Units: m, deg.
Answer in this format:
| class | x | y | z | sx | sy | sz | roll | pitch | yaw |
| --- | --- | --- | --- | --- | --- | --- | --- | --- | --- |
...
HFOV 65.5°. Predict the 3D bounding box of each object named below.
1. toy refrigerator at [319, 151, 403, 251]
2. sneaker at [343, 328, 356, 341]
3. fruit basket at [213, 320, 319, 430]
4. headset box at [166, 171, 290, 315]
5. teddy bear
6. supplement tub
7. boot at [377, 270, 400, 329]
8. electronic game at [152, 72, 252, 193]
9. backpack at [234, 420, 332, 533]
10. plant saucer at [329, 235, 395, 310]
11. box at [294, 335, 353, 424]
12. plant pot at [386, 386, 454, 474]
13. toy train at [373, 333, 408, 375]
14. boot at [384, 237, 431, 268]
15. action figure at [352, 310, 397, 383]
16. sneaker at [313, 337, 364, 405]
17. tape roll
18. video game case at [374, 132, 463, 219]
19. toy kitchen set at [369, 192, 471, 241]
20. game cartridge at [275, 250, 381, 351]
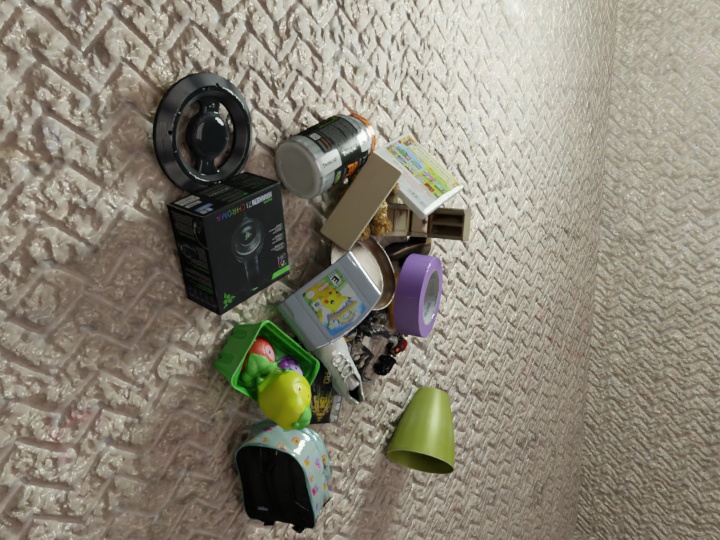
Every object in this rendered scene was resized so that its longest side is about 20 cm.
| class | x | y | z | sx | sy | sz | roll | pitch | yaw |
| --- | --- | --- | --- | --- | --- | --- | --- | --- | --- |
| toy refrigerator | 0.003 | -0.146 | 1.183 | 0.200 | 0.076 | 0.070 | -55 | 180 | 14 |
| sneaker | -0.056 | 0.087 | 1.225 | 0.077 | 0.078 | 0.200 | -43 | 135 | -2 |
| fruit basket | -0.151 | 0.205 | 1.052 | 0.216 | 0.215 | 0.156 | 49 | 61 | -45 |
| headset box | -0.221 | -0.044 | 0.974 | 0.174 | 0.093 | 0.201 | -34 | 134 | -43 |
| teddy bear | 0.014 | -0.165 | 1.245 | 0.067 | 0.144 | 0.201 | -97 | -165 | -80 |
| supplement tub | -0.064 | -0.236 | 1.121 | 0.200 | 0.122 | 0.123 | -40 | 127 | -38 |
| boot | 0.087 | 0.077 | 1.417 | 0.201 | 0.071 | 0.145 | 17 | 79 | -58 |
| electronic game | -0.259 | -0.228 | 0.942 | 0.200 | 0.042 | 0.201 | -30 | 129 | -46 |
| backpack | -0.152 | 0.393 | 1.118 | 0.153 | 0.175 | 0.201 | -54 | 139 | -52 |
| plant saucer | 0.000 | 0.000 | 1.269 | 0.200 | 0.032 | 0.201 | 24 | 52 | -34 |
| box | -0.097 | 0.239 | 1.247 | 0.161 | 0.049 | 0.201 | 18 | 82 | -54 |
| plant pot | 0.183 | 0.437 | 1.564 | 0.187 | 0.186 | 0.201 | 51 | 44 | -44 |
| toy train | 0.101 | 0.196 | 1.486 | 0.200 | 0.046 | 0.034 | -55 | 136 | -28 |
| boot | 0.128 | -0.029 | 1.447 | 0.200 | 0.074 | 0.097 | -23 | 113 | -49 |
| action figure | 0.026 | 0.157 | 1.333 | 0.102 | 0.119 | 0.201 | 14 | 94 | -18 |
| sneaker | -0.036 | 0.206 | 1.199 | 0.074 | 0.087 | 0.200 | -35 | 124 | -14 |
| tape roll | 0.145 | 0.062 | 1.379 | 0.200 | 0.065 | 0.201 | 10 | 90 | -69 |
| video game case | 0.128 | -0.230 | 1.335 | 0.182 | 0.200 | 0.023 | -37 | 168 | -40 |
| toy kitchen set | 0.147 | -0.160 | 1.354 | 0.200 | 0.180 | 0.164 | -5 | 101 | -55 |
| game cartridge | -0.057 | 0.067 | 1.143 | 0.200 | 0.040 | 0.134 | -38 | 97 | -20 |
